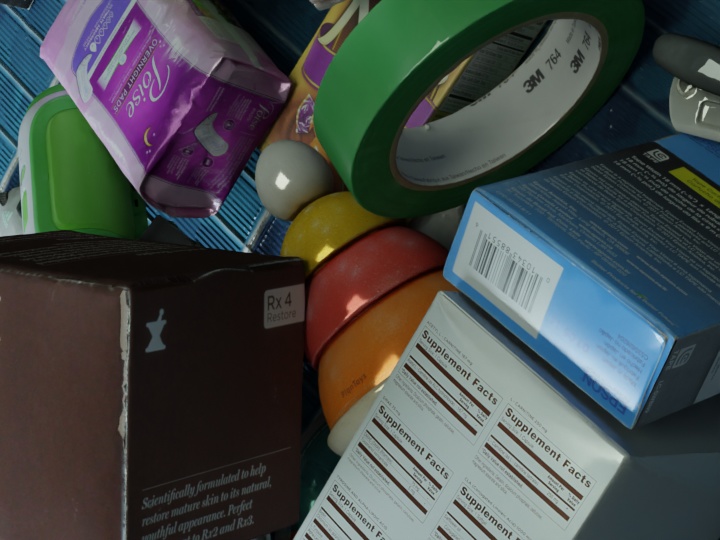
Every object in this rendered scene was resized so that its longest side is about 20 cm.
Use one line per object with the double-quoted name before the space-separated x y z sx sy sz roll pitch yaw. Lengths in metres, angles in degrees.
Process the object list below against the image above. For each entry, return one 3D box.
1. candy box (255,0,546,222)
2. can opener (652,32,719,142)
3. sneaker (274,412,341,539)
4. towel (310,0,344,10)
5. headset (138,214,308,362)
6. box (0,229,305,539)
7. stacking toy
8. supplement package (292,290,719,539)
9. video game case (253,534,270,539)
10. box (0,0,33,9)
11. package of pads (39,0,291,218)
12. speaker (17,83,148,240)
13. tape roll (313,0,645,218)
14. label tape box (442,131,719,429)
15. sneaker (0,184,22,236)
"candy box" 0.023 -0.127 1.175 0.117 0.056 0.201 47 113 31
"can opener" 0.252 -0.083 0.994 0.199 0.066 0.053 19 98 32
"sneaker" -0.015 0.191 1.181 0.080 0.071 0.202 24 110 35
"towel" 0.043 -0.275 1.135 0.189 0.032 0.202 -16 65 22
"headset" -0.057 0.020 1.200 0.199 0.124 0.094 38 87 18
"box" -0.159 0.070 1.072 0.198 0.165 0.166 7 99 34
"stacking toy" 0.000 0.000 1.111 0.146 0.146 0.201 -40 74 29
"supplement package" 0.094 0.135 1.019 0.147 0.190 0.201 42 111 31
"video game case" -0.129 0.188 1.189 0.200 0.022 0.184 -43 42 34
"box" -0.298 -0.330 1.438 0.200 0.050 0.158 44 113 31
"package of pads" -0.140 -0.140 1.247 0.121 0.075 0.200 -57 46 19
"speaker" -0.198 -0.044 1.281 0.088 0.088 0.201 -45 37 27
"tape roll" 0.069 -0.113 1.047 0.200 0.200 0.048 -46 62 26
"label tape box" 0.166 -0.002 0.982 0.144 0.199 0.064 40 128 32
"sneaker" -0.241 0.022 1.357 0.139 0.077 0.202 -28 71 34
